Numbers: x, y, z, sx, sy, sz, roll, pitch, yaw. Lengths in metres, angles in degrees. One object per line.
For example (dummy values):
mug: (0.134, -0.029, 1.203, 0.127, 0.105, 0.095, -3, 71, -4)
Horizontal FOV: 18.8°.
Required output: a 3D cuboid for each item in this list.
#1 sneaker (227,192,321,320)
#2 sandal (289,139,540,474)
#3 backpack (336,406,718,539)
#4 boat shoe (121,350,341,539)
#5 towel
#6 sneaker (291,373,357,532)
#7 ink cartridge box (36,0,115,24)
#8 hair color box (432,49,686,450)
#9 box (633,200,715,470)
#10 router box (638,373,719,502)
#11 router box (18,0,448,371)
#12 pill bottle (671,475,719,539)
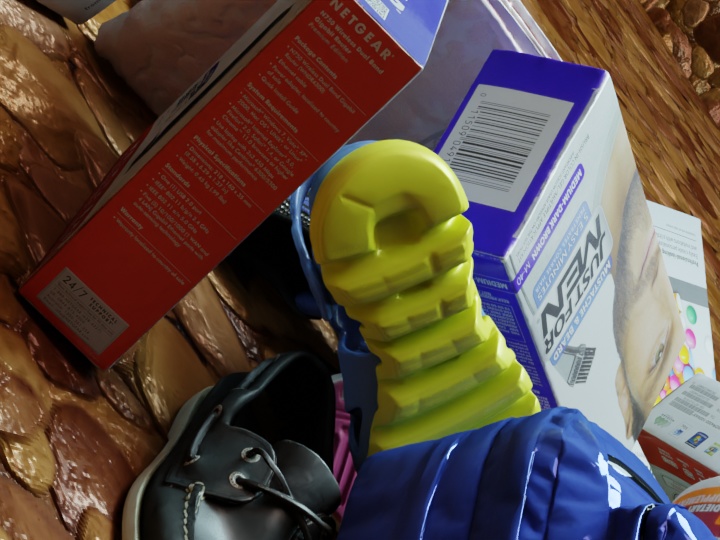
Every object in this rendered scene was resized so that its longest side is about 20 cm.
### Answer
sneaker: (0.000, 0.000, 1.073, 0.200, 0.075, 0.078, 25, 44, -7)
sandal: (0.019, 0.025, 0.889, 0.087, 0.079, 0.200, -129, -155, -59)
backpack: (0.074, 0.155, 0.797, 0.163, 0.168, 0.200, 56, 29, -34)
boat shoe: (-0.038, 0.087, 0.837, 0.075, 0.066, 0.199, 52, 16, -11)
towel: (-0.003, -0.086, 1.072, 0.191, 0.200, 0.032, 49, 37, -26)
sneaker: (0.035, 0.109, 0.994, 0.200, 0.081, 0.088, 39, -12, -31)
ink cartridge box: (-0.182, -0.220, 1.008, 0.200, 0.084, 0.146, 26, 32, -59)
hair color box: (0.086, 0.008, 0.996, 0.109, 0.065, 0.200, -59, 148, -26)
box: (0.162, 0.051, 1.344, 0.156, 0.041, 0.200, 16, 66, -46)
router box: (0.244, 0.162, 1.108, 0.200, 0.049, 0.180, 29, -28, 57)
router box: (-0.044, -0.064, 0.912, 0.049, 0.179, 0.200, 45, 17, -9)
pill bottle: (0.143, 0.191, 0.937, 0.113, 0.113, 0.200, 51, 51, -14)
